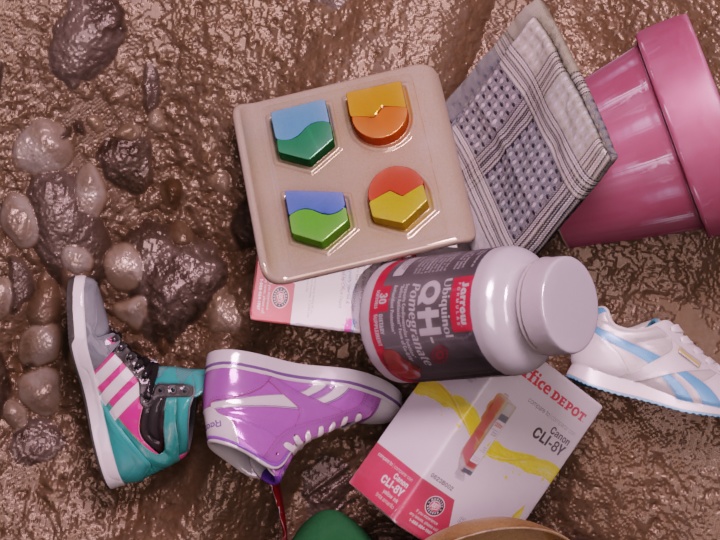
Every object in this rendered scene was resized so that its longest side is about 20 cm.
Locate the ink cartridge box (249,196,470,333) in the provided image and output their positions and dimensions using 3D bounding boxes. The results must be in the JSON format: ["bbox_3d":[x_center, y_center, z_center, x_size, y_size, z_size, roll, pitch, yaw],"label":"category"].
[{"bbox_3d":[0.000,0.000,1.737,0.197,0.067,0.118,8,90,-4],"label":"ink cartridge box"}]

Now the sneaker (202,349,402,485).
[{"bbox_3d":[-0.054,0.147,1.703,0.198,0.073,0.116,10,65,-22],"label":"sneaker"}]

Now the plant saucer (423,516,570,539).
[{"bbox_3d":[0.103,0.280,1.679,0.198,0.201,0.036,-14,49,-4],"label":"plant saucer"}]

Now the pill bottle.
[{"bbox_3d":[0.104,0.038,1.605,0.110,0.199,0.112,9,78,-46],"label":"pill bottle"}]

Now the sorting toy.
[{"bbox_3d":[-0.008,-0.093,1.686,0.198,0.037,0.187,-11,66,-2],"label":"sorting toy"}]

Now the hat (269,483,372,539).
[{"bbox_3d":[-0.039,0.253,1.764,0.164,0.177,0.202,-1,128,-17],"label":"hat"}]

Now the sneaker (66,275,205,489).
[{"bbox_3d":[-0.199,0.094,1.712,0.119,0.084,0.202,-12,100,1],"label":"sneaker"}]

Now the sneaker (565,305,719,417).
[{"bbox_3d":[0.299,0.091,1.761,0.198,0.076,0.082,15,88,-7],"label":"sneaker"}]

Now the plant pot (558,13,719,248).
[{"bbox_3d":[0.252,-0.111,1.704,0.177,0.200,0.202,-20,93,11],"label":"plant pot"}]

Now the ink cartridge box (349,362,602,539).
[{"bbox_3d":[0.109,0.161,1.712,0.145,0.083,0.201,36,87,-37],"label":"ink cartridge box"}]

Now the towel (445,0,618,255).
[{"bbox_3d":[0.136,-0.113,1.662,0.034,0.193,0.201,7,47,-34],"label":"towel"}]
